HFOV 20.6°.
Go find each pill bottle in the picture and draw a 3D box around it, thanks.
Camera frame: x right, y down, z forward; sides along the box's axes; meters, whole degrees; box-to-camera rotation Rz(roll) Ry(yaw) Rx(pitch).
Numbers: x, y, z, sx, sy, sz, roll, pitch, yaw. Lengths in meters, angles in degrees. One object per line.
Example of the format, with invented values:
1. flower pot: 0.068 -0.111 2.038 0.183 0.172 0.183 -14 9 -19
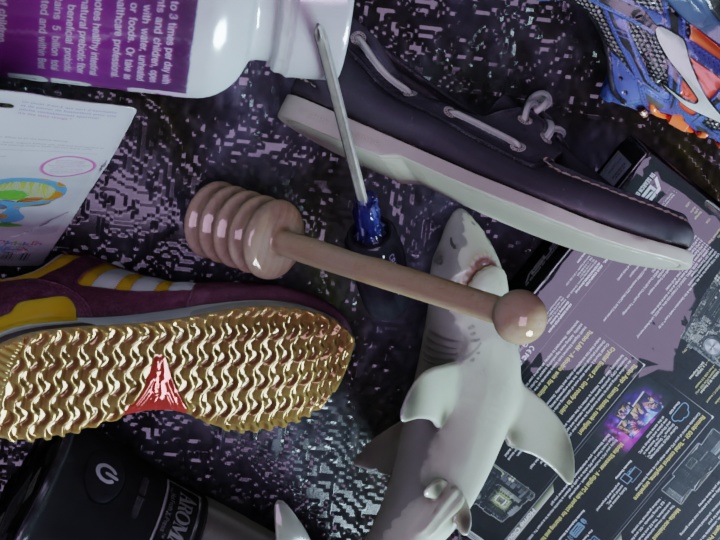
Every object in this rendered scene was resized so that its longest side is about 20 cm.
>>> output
1. pill bottle: -0.103 -0.131 0.830 0.198 0.112 0.113 6 105 -6

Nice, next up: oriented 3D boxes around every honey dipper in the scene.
1. honey dipper: 0.000 0.000 0.863 0.038 0.199 0.038 -19 117 -41

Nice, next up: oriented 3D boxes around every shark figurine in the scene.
1. shark figurine: 0.012 0.091 0.889 0.128 0.089 0.215 54 54 -24

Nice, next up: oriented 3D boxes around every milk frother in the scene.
1. milk frother: -0.115 0.201 0.945 0.187 0.181 0.200 31 142 -12

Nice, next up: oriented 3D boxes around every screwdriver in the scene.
1. screwdriver: 0.002 -0.042 0.873 0.029 0.028 0.201 -16 143 -7

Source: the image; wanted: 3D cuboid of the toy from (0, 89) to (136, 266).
1. toy: -0.173 -0.051 0.837 0.114 0.200 0.048 3 68 -20

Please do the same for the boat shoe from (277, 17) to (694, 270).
1. boat shoe: 0.063 -0.058 0.889 0.199 0.073 0.063 22 85 10

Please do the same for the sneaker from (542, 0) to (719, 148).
1. sneaker: 0.150 -0.094 0.911 0.078 0.075 0.200 -38 97 15

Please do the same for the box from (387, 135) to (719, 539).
1. box: 0.131 0.062 0.960 0.160 0.044 0.200 35 100 -13

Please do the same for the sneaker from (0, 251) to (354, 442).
1. sneaker: -0.098 0.025 0.918 0.199 0.090 0.075 1 120 -33
